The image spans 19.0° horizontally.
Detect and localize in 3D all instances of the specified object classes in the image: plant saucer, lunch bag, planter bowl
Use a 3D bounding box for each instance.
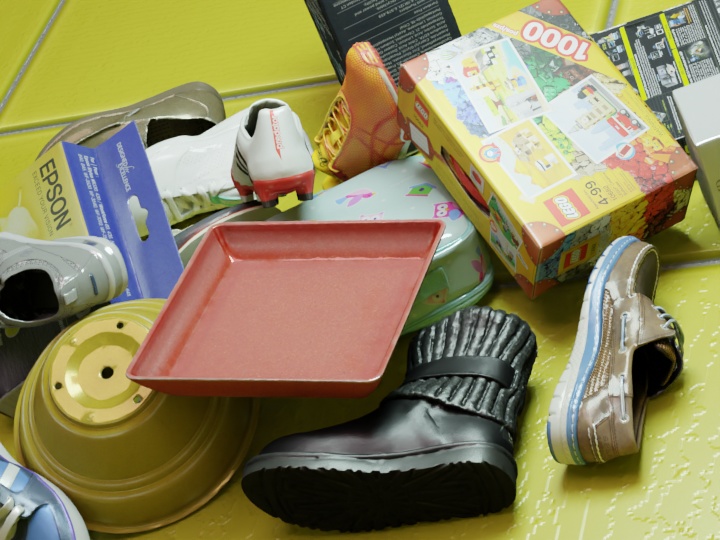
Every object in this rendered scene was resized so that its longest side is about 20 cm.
[{"bbox_3d":[-0.050,0.033,1.609,0.199,0.037,0.200,0,36,20],"label":"plant saucer"},{"bbox_3d":[0.000,0.000,1.734,0.200,0.077,0.160,-26,36,-2],"label":"lunch bag"},{"bbox_3d":[-0.184,0.094,1.647,0.200,0.084,0.201,-5,62,10],"label":"planter bowl"}]

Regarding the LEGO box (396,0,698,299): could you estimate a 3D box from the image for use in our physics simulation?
[{"bbox_3d":[0.142,-0.099,1.678,0.149,0.077,0.200,-26,61,-18],"label":"LEGO box"}]

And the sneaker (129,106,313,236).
[{"bbox_3d":[-0.134,-0.079,1.927,0.200,0.075,0.089,-30,47,-11],"label":"sneaker"}]

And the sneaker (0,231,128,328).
[{"bbox_3d":[-0.288,0.010,1.736,0.200,0.075,0.082,-10,13,34],"label":"sneaker"}]

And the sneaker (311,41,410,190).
[{"bbox_3d":[-0.001,-0.111,1.786,0.077,0.200,0.073,-20,56,-13],"label":"sneaker"}]

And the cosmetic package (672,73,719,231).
[{"bbox_3d":[0.352,-0.112,1.649,0.200,0.108,0.085,-22,36,6],"label":"cosmetic package"}]

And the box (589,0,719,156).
[{"bbox_3d":[0.260,-0.149,1.805,0.160,0.044,0.200,-19,35,8],"label":"box"}]

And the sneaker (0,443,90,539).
[{"bbox_3d":[-0.307,0.169,1.593,0.200,0.146,0.081,43,108,28],"label":"sneaker"}]

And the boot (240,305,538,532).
[{"bbox_3d":[0.024,0.107,1.574,0.211,0.080,0.158,-3,46,11],"label":"boot"}]

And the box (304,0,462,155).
[{"bbox_3d":[0.018,-0.226,1.910,0.107,0.200,0.149,-26,34,-2],"label":"box"}]

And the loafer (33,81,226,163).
[{"bbox_3d":[-0.214,-0.114,2.008,0.200,0.076,0.067,-29,29,-7],"label":"loafer"}]

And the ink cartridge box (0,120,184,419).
[{"bbox_3d":[-0.252,-0.008,1.814,0.200,0.047,0.198,-38,50,20],"label":"ink cartridge box"}]

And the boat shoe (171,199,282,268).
[{"bbox_3d":[-0.156,-0.002,1.837,0.200,0.071,0.063,-35,38,-7],"label":"boat shoe"}]

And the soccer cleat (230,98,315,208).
[{"bbox_3d":[-0.073,-0.100,1.774,0.068,0.085,0.200,-9,6,-6],"label":"soccer cleat"}]

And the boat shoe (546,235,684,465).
[{"bbox_3d":[0.196,0.060,1.556,0.072,0.072,0.200,3,53,26],"label":"boat shoe"}]
